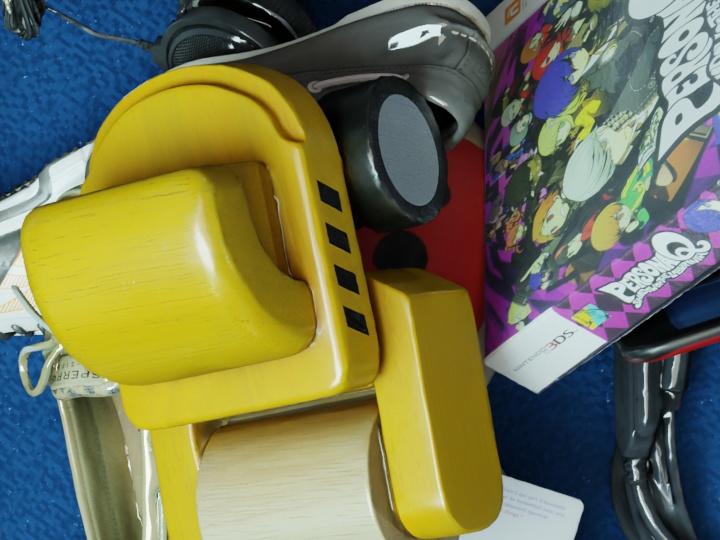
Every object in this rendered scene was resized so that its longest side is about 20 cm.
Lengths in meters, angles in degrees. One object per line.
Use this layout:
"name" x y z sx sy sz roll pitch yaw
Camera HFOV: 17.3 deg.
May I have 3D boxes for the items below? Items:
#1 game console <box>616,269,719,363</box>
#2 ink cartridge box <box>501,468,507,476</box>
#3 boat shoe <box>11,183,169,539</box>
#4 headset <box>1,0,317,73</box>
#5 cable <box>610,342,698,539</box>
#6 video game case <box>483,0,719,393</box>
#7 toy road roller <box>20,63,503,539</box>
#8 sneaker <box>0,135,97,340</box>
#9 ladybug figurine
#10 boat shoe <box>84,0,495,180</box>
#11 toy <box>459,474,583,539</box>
"game console" 0.184 -0.047 0.969 0.199 0.119 0.173 -18 64 4
"ink cartridge box" -0.032 0.130 1.055 0.200 0.067 0.116 -35 90 6
"boat shoe" -0.096 0.063 0.979 0.063 0.073 0.201 -20 92 -37
"headset" -0.054 -0.122 1.005 0.199 0.124 0.094 -4 138 0
"cable" 0.193 0.073 1.047 0.163 0.051 0.201 -2 90 0
"video game case" 0.117 -0.076 0.934 0.036 0.200 0.181 28 134 -26
"toy road roller" -0.043 0.025 0.857 0.123 0.146 0.201 -12 89 30
"sneaker" -0.156 0.006 1.055 0.200 0.074 0.080 -27 93 6
"ladybug figurine" 0.000 0.000 0.993 0.135 0.072 0.200 -4 51 22
"boat shoe" -0.036 -0.053 0.949 0.200 0.057 0.067 -21 132 29
"toy" 0.008 0.176 0.988 0.115 0.047 0.201 18 75 6
